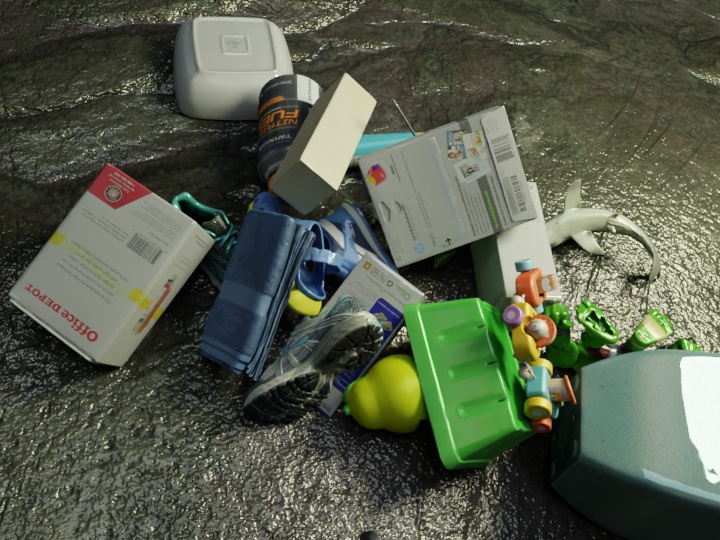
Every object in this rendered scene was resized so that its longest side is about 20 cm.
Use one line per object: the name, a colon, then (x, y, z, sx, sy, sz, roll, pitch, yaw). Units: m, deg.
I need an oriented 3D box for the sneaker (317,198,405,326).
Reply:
sneaker: (0.000, 0.000, 0.937, 0.082, 0.074, 0.200, -28, 71, -10)

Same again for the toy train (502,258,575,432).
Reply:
toy train: (0.221, 0.086, 0.802, 0.150, 0.055, 0.201, -13, 92, -63)

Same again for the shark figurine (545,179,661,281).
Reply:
shark figurine: (0.375, -0.062, 1.052, 0.214, 0.089, 0.129, 13, 90, 6)

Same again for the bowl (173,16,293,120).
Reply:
bowl: (-0.206, -0.344, 1.110, 0.199, 0.075, 0.200, -3, 59, -15)

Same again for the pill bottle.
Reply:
pill bottle: (-0.102, -0.188, 1.012, 0.106, 0.106, 0.201, 2, 58, -10)

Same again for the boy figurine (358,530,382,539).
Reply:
boy figurine: (-0.051, 0.357, 0.705, 0.200, 0.065, 0.124, -27, 70, -29)

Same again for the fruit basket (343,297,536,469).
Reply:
fruit basket: (0.089, 0.146, 0.831, 0.215, 0.155, 0.217, -9, 73, 30)

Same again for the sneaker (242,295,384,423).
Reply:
sneaker: (-0.064, 0.109, 0.831, 0.200, 0.078, 0.086, -37, 43, 6)

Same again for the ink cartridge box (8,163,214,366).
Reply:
ink cartridge box: (-0.302, -0.004, 0.829, 0.145, 0.083, 0.200, 33, 81, 11)

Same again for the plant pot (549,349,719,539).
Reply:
plant pot: (0.339, 0.210, 0.807, 0.199, 0.197, 0.196, 11, 56, 3)

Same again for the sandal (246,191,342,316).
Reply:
sandal: (-0.084, -0.036, 0.901, 0.079, 0.087, 0.200, 19, 32, -55)

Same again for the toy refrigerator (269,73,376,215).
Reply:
toy refrigerator: (-0.045, -0.173, 0.921, 0.070, 0.076, 0.200, 38, 46, -21)

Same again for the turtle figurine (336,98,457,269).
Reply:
turtle figurine: (0.069, -0.102, 0.972, 0.144, 0.200, 0.194, -41, 76, 3)

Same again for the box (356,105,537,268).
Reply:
box: (0.115, -0.110, 0.896, 0.199, 0.041, 0.156, -20, 103, 4)

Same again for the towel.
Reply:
towel: (-0.132, 0.026, 0.838, 0.111, 0.048, 0.201, 18, 88, 45)

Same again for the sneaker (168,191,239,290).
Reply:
sneaker: (-0.187, -0.033, 0.905, 0.200, 0.091, 0.078, 31, 56, 8)

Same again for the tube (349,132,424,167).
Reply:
tube: (0.051, -0.197, 1.076, 0.199, 0.077, 0.051, -9, 94, -14)

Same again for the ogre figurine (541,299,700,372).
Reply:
ogre figurine: (0.329, 0.105, 0.907, 0.199, 0.120, 0.098, -1, 55, -13)

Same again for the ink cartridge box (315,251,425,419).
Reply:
ink cartridge box: (-0.013, 0.083, 0.873, 0.095, 0.037, 0.200, 37, 87, 13)

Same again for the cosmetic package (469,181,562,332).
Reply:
cosmetic package: (0.216, -0.021, 0.971, 0.084, 0.108, 0.201, 4, 56, -8)
